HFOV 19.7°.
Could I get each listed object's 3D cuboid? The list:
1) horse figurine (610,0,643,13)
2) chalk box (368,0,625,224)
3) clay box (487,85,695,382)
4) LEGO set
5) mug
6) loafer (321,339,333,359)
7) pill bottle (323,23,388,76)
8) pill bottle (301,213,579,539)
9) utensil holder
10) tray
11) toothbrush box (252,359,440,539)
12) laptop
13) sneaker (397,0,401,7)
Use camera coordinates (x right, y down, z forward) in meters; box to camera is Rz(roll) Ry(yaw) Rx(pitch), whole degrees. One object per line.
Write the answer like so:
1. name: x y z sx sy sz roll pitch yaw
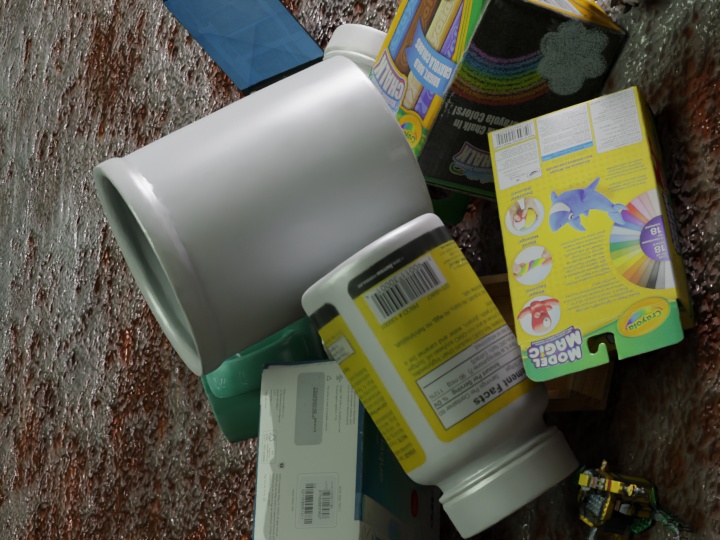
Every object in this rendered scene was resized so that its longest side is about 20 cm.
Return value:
1. horse figurine: 0.221 -0.283 1.431 0.133 0.049 0.202 -170 84 -80
2. chalk box: 0.086 -0.132 1.559 0.201 0.124 0.124 -64 31 23
3. clay box: 0.157 -0.018 1.404 0.114 0.048 0.201 -17 58 18
4. LEGO set: 0.150 0.208 1.306 0.155 0.115 0.200 -68 29 18
5. mug: -0.075 0.069 1.754 0.186 0.114 0.153 -104 -4 -48
6. loafer: 0.000 0.000 1.730 0.068 0.075 0.201 -40 38 53
7. pill bottle: -0.022 -0.092 1.662 0.110 0.110 0.201 -6 57 61
8. pill bottle: 0.056 0.073 1.408 0.201 0.114 0.114 58 141 4
9. utensil holder: -0.069 -0.044 1.503 0.171 0.199 0.170 57 167 21
10. tray: 0.119 0.053 1.509 0.200 0.037 0.099 -9 65 60
11. toothbrush box: -0.006 0.163 1.532 0.085 0.200 0.148 -3 70 17
12. laptop: -0.114 -0.165 1.958 0.187 0.115 0.202 -12 69 61
13. sneaker: 0.054 -0.217 1.710 0.087 0.073 0.200 -70 27 22
